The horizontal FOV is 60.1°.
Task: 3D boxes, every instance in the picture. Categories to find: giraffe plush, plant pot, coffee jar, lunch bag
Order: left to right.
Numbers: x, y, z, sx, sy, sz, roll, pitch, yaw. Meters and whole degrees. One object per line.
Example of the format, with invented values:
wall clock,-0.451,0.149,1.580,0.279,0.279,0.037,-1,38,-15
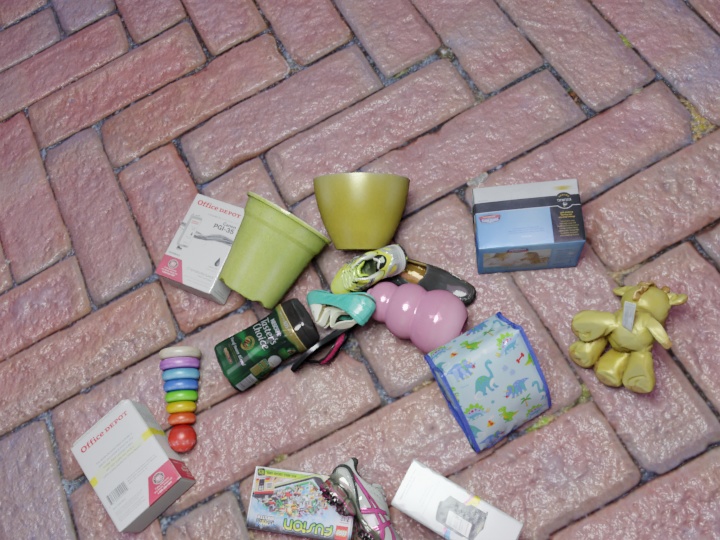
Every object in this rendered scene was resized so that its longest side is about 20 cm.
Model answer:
plant pot,-0.190,-0.031,1.267,0.199,0.200,0.185,30,88,20
coffee jar,-0.184,0.144,1.237,0.199,0.086,0.105,-33,53,-4
plant pot,0.002,-0.113,1.266,0.197,0.200,0.144,0,90,11
lunch bag,0.233,0.204,1.106,0.169,0.127,0.201,-30,105,-3
giraffe plush,0.485,0.092,1.108,0.172,0.201,0.162,34,49,24

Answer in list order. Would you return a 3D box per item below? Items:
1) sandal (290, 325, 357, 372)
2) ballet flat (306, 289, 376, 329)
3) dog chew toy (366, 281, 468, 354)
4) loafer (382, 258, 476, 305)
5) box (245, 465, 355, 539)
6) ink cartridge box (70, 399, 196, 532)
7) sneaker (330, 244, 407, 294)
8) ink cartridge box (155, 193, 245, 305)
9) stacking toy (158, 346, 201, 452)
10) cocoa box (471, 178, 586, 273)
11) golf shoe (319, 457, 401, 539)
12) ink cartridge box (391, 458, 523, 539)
sandal,-0.050,0.145,1.225,0.199,0.075,0.045,-34,85,-8
ballet flat,-0.053,0.077,1.206,0.199,0.067,0.071,-1,51,49
dog chew toy,0.102,0.081,1.187,0.198,0.125,0.126,21,74,16
loafer,0.132,0.021,1.235,0.198,0.072,0.074,14,71,15
box,-0.103,0.428,1.140,0.197,0.035,0.111,3,69,12
ink cartridge box,-0.437,0.373,1.198,0.145,0.084,0.200,-41,67,-7
sneaker,0.000,0.000,1.223,0.199,0.076,0.076,-31,73,42
ink cartridge box,-0.325,-0.048,1.344,0.145,0.083,0.202,18,73,17
stacking toy,-0.359,0.257,1.239,0.084,0.085,0.202,-7,73,8
cocoa box,0.320,-0.081,1.207,0.197,0.134,0.133,-5,68,9
golf shoe,0.023,0.419,1.080,0.092,0.073,0.201,-41,93,-30
ink cartridge box,0.161,0.409,1.037,0.198,0.146,0.083,26,73,19
